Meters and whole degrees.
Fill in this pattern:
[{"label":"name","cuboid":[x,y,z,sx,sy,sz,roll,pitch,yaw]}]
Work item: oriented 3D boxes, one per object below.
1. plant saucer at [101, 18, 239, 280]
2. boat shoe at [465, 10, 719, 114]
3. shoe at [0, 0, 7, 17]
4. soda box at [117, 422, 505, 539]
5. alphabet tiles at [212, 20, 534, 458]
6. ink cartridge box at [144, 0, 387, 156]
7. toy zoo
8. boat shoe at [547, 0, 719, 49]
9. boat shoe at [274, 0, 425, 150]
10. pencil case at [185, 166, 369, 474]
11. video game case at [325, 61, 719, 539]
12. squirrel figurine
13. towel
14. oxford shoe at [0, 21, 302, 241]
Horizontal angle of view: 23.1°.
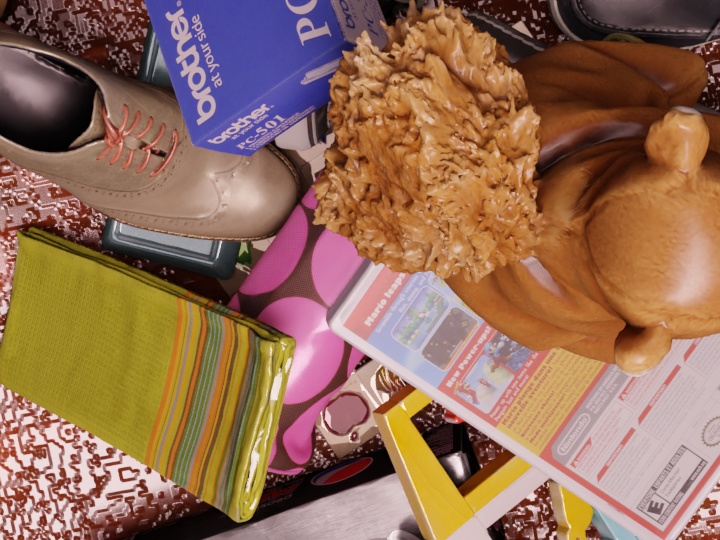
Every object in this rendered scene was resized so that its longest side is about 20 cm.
[{"label":"plant saucer","cuboid":[-0.076,-0.099,0.867,0.069,0.019,0.201,14,98,5]},{"label":"boat shoe","cuboid":[0.131,-0.075,0.830,0.200,0.072,0.061,27,95,-12]},{"label":"shoe","cuboid":[-0.181,-0.208,0.828,0.070,0.053,0.201,17,95,39]},{"label":"soda box","cuboid":[-0.030,0.144,0.879,0.199,0.063,0.071,-20,96,7]},{"label":"alphabet tiles","cuboid":[0.025,-0.028,0.880,0.199,0.008,0.168,-33,94,7]},{"label":"ink cartridge box","cuboid":[-0.060,-0.163,0.795,0.094,0.044,0.201,-31,69,30]},{"label":"toy zoo","cuboid":[0.096,0.080,0.839,0.200,0.020,0.132,-36,100,-15]},{"label":"boat shoe","cuboid":[0.186,-0.144,0.824,0.199,0.062,0.075,-6,99,6]},{"label":"boat shoe","cuboid":[0.004,-0.151,0.831,0.063,0.071,0.201,14,96,2]},{"label":"pencil case","cuboid":[0.000,0.000,0.841,0.200,0.094,0.091,-50,47,9]},{"label":"video game case","cuboid":[0.104,0.020,0.802,0.200,0.017,0.143,34,96,-15]},{"label":"squirrel figurine","cuboid":[0.076,-0.023,0.681,0.199,0.187,0.142,13,101,-12]},{"label":"towel","cuboid":[-0.110,0.044,0.832,0.199,0.018,0.087,21,100,42]},{"label":"oxford shoe","cuboid":[-0.113,-0.057,0.809,0.199,0.075,0.071,19,94,-21]}]
